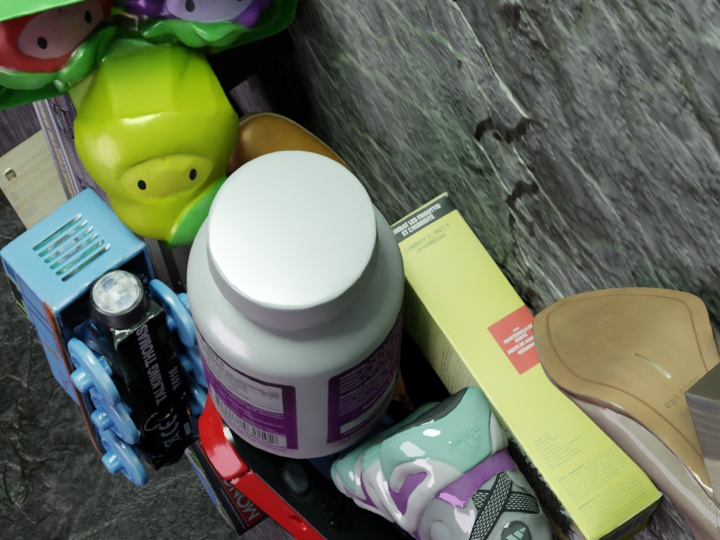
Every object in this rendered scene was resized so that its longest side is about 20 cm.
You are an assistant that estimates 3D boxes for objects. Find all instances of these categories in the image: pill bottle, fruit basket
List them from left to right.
[{"bbox_3d":[-0.125,-0.117,1.107,0.217,0.215,0.156,57,168,9],"label":"fruit basket"},{"bbox_3d":[-0.033,0.017,1.039,0.113,0.112,0.200,55,167,18],"label":"pill bottle"}]

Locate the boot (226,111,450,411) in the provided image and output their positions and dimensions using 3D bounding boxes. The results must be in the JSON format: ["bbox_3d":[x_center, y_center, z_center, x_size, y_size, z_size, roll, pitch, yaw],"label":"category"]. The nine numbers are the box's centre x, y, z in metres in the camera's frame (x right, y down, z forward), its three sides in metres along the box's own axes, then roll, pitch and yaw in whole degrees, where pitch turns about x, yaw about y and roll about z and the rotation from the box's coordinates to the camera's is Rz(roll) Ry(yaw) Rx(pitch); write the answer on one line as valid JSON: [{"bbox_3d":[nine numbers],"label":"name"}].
[{"bbox_3d":[0.000,0.001,1.196,0.202,0.071,0.144,53,178,-28],"label":"boot"}]

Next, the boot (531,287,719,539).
[{"bbox_3d":[0.149,0.091,0.813,0.147,0.070,0.200,61,169,-20],"label":"boot"}]

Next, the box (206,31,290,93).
[{"bbox_3d":[-0.132,-0.187,1.278,0.142,0.079,0.200,59,169,-18],"label":"box"}]

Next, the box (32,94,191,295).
[{"bbox_3d":[-0.151,-0.063,1.281,0.158,0.048,0.201,33,144,57],"label":"box"}]

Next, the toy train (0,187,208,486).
[{"bbox_3d":[-0.147,0.046,1.208,0.114,0.086,0.201,46,161,26],"label":"toy train"}]

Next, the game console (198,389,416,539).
[{"bbox_3d":[-0.019,0.093,1.221,0.177,0.031,0.201,41,-149,-20],"label":"game console"}]

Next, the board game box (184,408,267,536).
[{"bbox_3d":[-0.105,0.093,1.555,0.201,0.199,0.062,64,166,-23],"label":"board game box"}]

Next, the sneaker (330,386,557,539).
[{"bbox_3d":[0.054,0.143,1.070,0.141,0.077,0.200,59,170,2],"label":"sneaker"}]

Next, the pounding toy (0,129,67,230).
[{"bbox_3d":[-0.176,-0.088,1.515,0.143,0.183,0.200,54,176,20],"label":"pounding toy"}]

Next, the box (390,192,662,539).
[{"bbox_3d":[0.080,0.060,1.069,0.201,0.050,0.075,56,167,19],"label":"box"}]
